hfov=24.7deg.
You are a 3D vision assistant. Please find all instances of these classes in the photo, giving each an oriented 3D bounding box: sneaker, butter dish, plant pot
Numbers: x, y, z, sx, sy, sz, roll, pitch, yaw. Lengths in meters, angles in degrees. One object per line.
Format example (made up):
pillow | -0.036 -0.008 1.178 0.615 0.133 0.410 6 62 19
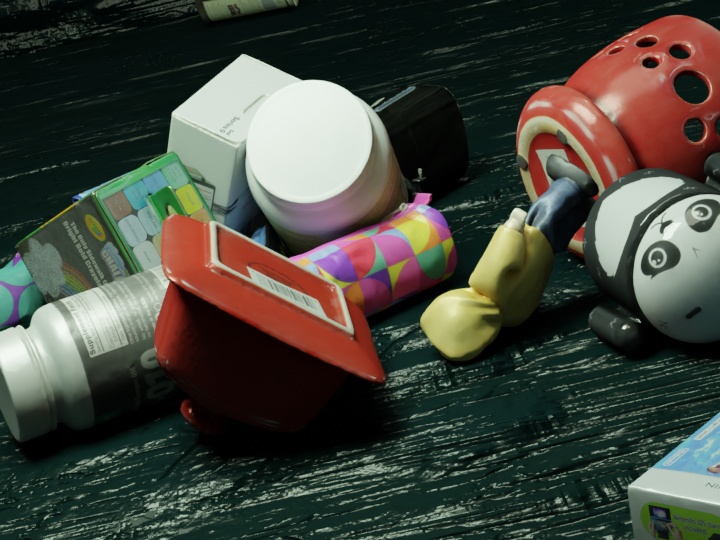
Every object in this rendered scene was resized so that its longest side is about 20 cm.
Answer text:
sneaker | -0.110 0.007 1.639 0.078 0.066 0.200 -31 10 8
butter dish | -0.098 0.066 1.344 0.198 0.149 0.200 27 11 -13
plant pot | 0.261 -0.114 1.538 0.181 0.202 0.200 -28 22 -23

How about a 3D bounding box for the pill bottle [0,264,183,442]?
pill bottle | -0.220 0.071 1.439 0.198 0.114 0.113 -20 19 -20

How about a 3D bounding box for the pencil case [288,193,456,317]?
pencil case | 0.000 0.000 1.551 0.199 0.089 0.088 -28 23 -36

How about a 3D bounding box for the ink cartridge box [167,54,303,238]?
ink cartridge box | -0.136 -0.100 1.705 0.083 0.202 0.146 25 41 14

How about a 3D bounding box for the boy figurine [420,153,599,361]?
boy figurine | 0.132 0.000 1.429 0.064 0.125 0.200 35 77 29

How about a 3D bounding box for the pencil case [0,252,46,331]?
pencil case | -0.402 0.052 1.668 0.199 0.086 0.092 -26 51 -37

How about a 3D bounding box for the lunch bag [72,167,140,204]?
lunch bag | -0.197 -0.046 1.844 0.198 0.095 0.150 14 28 33

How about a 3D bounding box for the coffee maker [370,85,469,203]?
coffee maker | 0.038 -0.118 1.852 0.191 0.136 0.199 26 37 26

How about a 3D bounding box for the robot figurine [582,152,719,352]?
robot figurine | 0.256 -0.016 1.352 0.123 0.152 0.200 -3 15 -13

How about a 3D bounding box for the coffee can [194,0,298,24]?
coffee can | -0.242 -0.608 3.448 0.197 0.148 0.147 -9 18 10

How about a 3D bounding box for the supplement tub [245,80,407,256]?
supplement tub | -0.033 -0.092 1.625 0.143 0.147 0.200 -11 -18 5

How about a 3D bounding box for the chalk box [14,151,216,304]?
chalk box | -0.219 -0.027 1.616 0.199 0.125 0.123 -26 5 43

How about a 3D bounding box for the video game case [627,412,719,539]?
video game case | 0.298 0.124 1.035 0.180 0.046 0.199 6 26 43
